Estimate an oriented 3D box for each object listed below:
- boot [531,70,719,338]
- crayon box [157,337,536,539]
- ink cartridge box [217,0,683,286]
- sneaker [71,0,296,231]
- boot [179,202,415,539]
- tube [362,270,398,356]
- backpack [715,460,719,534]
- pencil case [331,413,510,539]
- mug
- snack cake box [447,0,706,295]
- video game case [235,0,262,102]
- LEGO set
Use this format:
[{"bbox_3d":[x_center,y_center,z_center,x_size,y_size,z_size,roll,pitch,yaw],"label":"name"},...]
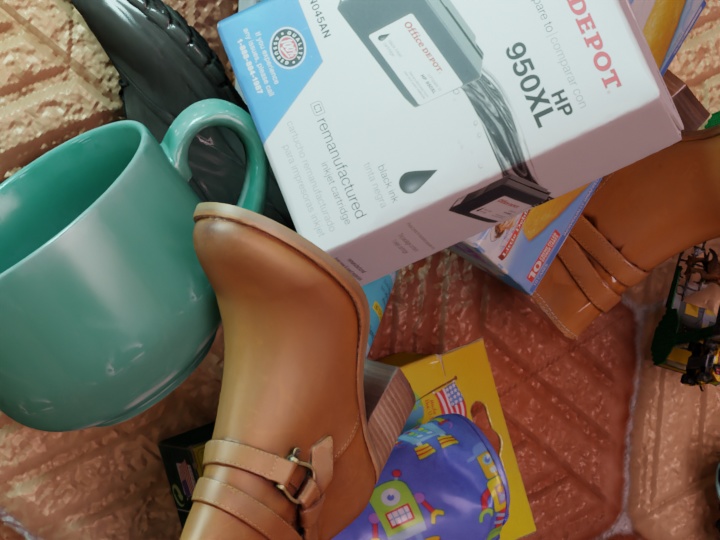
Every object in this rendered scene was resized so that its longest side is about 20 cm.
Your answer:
[{"bbox_3d":[0.170,-0.020,1.486,0.155,0.200,0.074,-48,130,3],"label":"boot"},{"bbox_3d":[-0.005,0.127,1.487,0.200,0.051,0.127,-19,98,-26],"label":"crayon box"},{"bbox_3d":[0.047,-0.100,1.344,0.200,0.084,0.145,-25,73,9],"label":"ink cartridge box"},{"bbox_3d":[-0.100,-0.076,1.424,0.091,0.076,0.200,-39,97,4],"label":"sneaker"},{"bbox_3d":[-0.053,0.075,1.298,0.155,0.074,0.200,-57,132,-24],"label":"boot"},{"bbox_3d":[0.000,0.000,1.446,0.050,0.077,0.200,24,70,1],"label":"tube"},{"bbox_3d":[0.344,0.167,1.593,0.153,0.200,0.176,-19,98,-43],"label":"backpack"},{"bbox_3d":[-0.010,0.152,1.411,0.200,0.078,0.087,-26,73,-25],"label":"pencil case"},{"bbox_3d":[-0.130,0.006,1.348,0.114,0.185,0.152,55,31,-21],"label":"mug"},{"bbox_3d":[0.105,-0.097,1.434,0.200,0.067,0.115,-59,158,-2],"label":"snack cake box"},{"bbox_3d":[0.014,-0.170,1.513,0.182,0.022,0.200,3,90,-28],"label":"video game case"},{"bbox_3d":[0.268,-0.009,1.576,0.116,0.154,0.200,17,71,-14],"label":"LEGO set"}]
